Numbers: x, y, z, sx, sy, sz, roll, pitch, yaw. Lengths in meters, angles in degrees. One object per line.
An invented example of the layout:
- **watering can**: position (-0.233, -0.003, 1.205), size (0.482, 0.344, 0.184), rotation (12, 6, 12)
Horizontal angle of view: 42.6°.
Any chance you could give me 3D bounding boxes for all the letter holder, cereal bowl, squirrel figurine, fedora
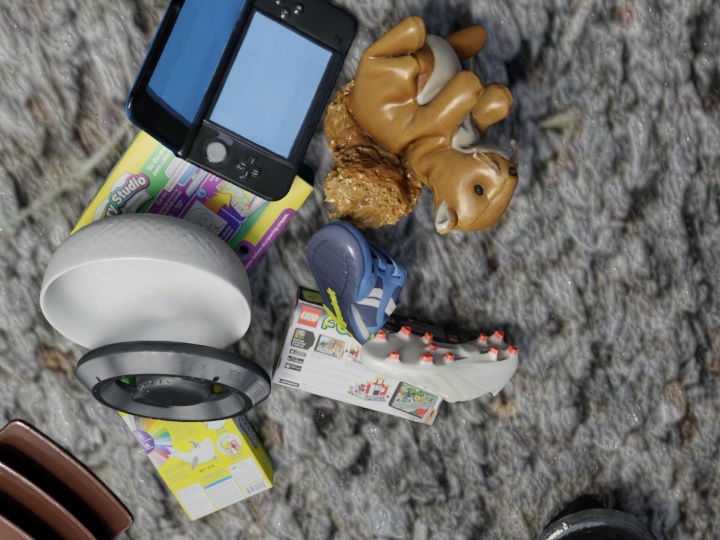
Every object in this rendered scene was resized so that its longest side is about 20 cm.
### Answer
- **letter holder**: position (-0.383, 0.296, 1.085), size (0.141, 0.101, 0.200), rotation (-38, 110, 11)
- **cereal bowl**: position (-0.201, 0.008, 0.892), size (0.195, 0.085, 0.201), rotation (0, 147, 0)
- **squirrel figurine**: position (0.058, -0.113, 0.881), size (0.198, 0.141, 0.189), rotation (-29, 82, 28)
- **fedora**: position (0.273, 0.358, 1.149), size (0.196, 0.092, 0.205), rotation (-1, 114, -3)

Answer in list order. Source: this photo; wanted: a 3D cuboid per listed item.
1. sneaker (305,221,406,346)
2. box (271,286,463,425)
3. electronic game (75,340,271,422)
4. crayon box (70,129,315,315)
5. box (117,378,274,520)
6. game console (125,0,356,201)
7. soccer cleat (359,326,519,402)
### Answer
- **sneaker**: position (0.000, 0.000, 0.927), size (0.082, 0.074, 0.201), rotation (-41, 157, -14)
- **box**: position (0.008, 0.100, 1.052), size (0.196, 0.035, 0.112), rotation (17, 112, -10)
- **electronic game**: position (-0.189, 0.113, 0.941), size (0.195, 0.042, 0.201), rotation (2, 155, 1)
- **crayon box**: position (-0.172, -0.070, 0.956), size (0.171, 0.059, 0.201), rotation (36, 108, -16)
- **box**: position (-0.195, 0.186, 1.075), size (0.115, 0.049, 0.202), rotation (-23, 115, 7)
- **game console**: position (-0.100, -0.187, 0.838), size (0.168, 0.118, 0.203), rotation (24, 86, -15)
- **soccer cleat**: position (0.086, 0.109, 0.994), size (0.196, 0.070, 0.079), rotation (3, 120, -28)
